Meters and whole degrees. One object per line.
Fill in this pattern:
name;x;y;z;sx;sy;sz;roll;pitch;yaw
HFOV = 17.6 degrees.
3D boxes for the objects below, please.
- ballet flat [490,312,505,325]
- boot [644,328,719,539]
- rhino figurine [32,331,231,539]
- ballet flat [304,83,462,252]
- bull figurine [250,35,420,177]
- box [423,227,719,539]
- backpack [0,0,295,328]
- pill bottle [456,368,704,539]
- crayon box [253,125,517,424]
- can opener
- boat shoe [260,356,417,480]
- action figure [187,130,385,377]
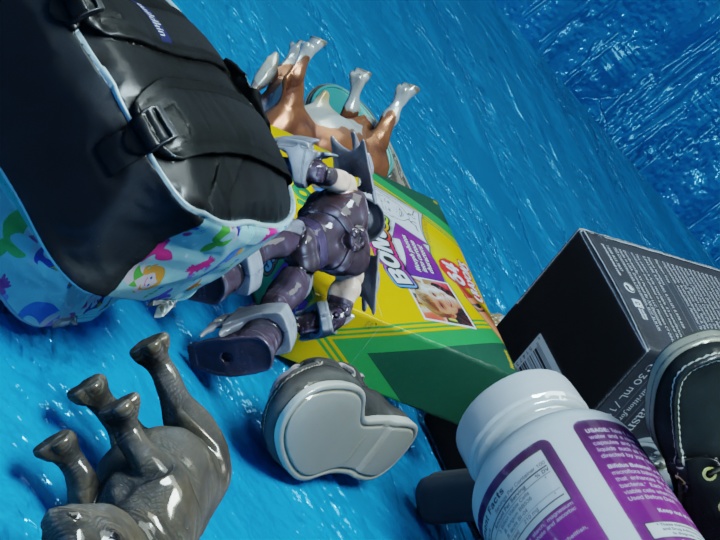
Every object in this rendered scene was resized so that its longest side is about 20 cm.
ballet flat;0.148;0.079;1.952;0.200;0.065;0.071;42;17;-40
boot;0.233;0.147;1.352;0.154;0.073;0.204;-119;-169;-51
rhino figurine;-0.101;0.102;1.033;0.088;0.060;0.200;61;14;-13
ballet flat;0.011;-0.056;1.868;0.201;0.067;0.064;55;-21;7
bull figurine;-0.020;-0.098;1.744;0.065;0.122;0.200;17;-3;36
box;0.188;0.097;1.627;0.196;0.200;0.124;13;38;-37
backpack;-0.126;-0.064;1.179;0.178;0.150;0.200;57;21;9
pill bottle;0.133;0.154;1.374;0.112;0.112;0.200;39;15;-45
crayon box;0.000;0.000;1.566;0.172;0.058;0.200;24;27;-33
can opener;0.135;0.149;1.490;0.053;0.199;0.067;0;88;-76
boat shoe;-0.025;0.083;1.361;0.057;0.067;0.200;40;3;21
action figure;-0.041;-0.010;1.374;0.200;0.069;0.131;-36;116;-55
